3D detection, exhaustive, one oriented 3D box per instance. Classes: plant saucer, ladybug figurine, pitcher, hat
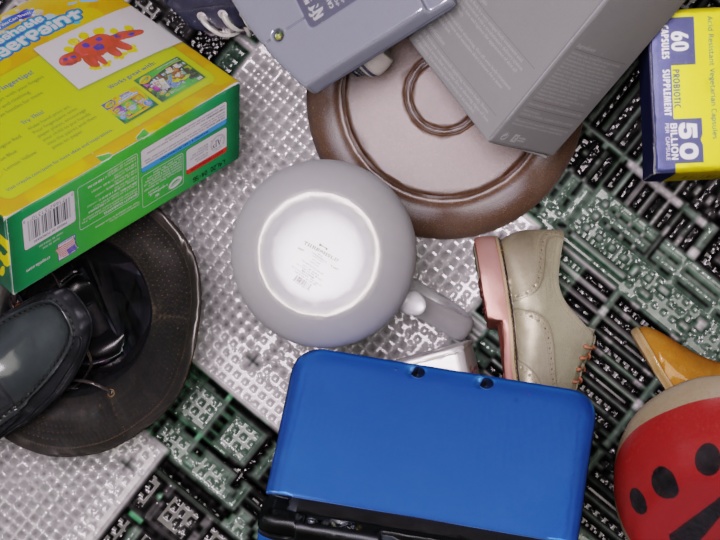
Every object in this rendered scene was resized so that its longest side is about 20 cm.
[{"bbox_3d":[0.059,-0.123,1.518,0.198,0.032,0.202,0,91,3],"label":"plant saucer"},{"bbox_3d":[0.233,0.144,1.428,0.135,0.200,0.072,31,52,4],"label":"ladybug figurine"},{"bbox_3d":[0.000,0.000,1.437,0.170,0.200,0.122,27,92,2],"label":"pitcher"},{"bbox_3d":[-0.184,0.031,1.507,0.199,0.081,0.203,1,93,22],"label":"hat"}]

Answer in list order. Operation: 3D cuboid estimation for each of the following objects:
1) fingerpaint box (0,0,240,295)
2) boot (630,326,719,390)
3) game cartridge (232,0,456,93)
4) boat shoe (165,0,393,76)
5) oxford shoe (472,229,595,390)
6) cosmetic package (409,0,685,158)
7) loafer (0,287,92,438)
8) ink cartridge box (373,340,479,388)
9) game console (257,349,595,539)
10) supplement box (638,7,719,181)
[{"bbox_3d":[-0.207,-0.095,1.435,0.166,0.074,0.199,36,52,29],"label":"fingerpaint box"},{"bbox_3d":[0.296,0.074,1.478,0.144,0.071,0.201,-42,99,9],"label":"boot"},{"bbox_3d":[-0.035,-0.225,1.431,0.132,0.041,0.201,-29,73,11],"label":"game cartridge"},{"bbox_3d":[-0.068,-0.182,1.496,0.093,0.075,0.200,-45,66,8],"label":"boat shoe"},{"bbox_3d":[0.132,0.069,1.493,0.073,0.071,0.202,-12,89,1],"label":"oxford shoe"},{"bbox_3d":[0.137,-0.184,1.409,0.200,0.090,0.107,-47,59,22],"label":"cosmetic package"},{"bbox_3d":[-0.258,0.086,1.458,0.200,0.070,0.068,-41,81,24],"label":"loafer"},{"bbox_3d":[0.056,0.155,1.458,0.083,0.145,0.202,-13,88,5],"label":"ink cartridge box"},{"bbox_3d":[0.040,0.164,1.378,0.198,0.119,0.172,9,122,7],"label":"game console"},{"bbox_3d":[0.291,-0.121,1.463,0.198,0.110,0.110,-3,90,3],"label":"supplement box"}]
